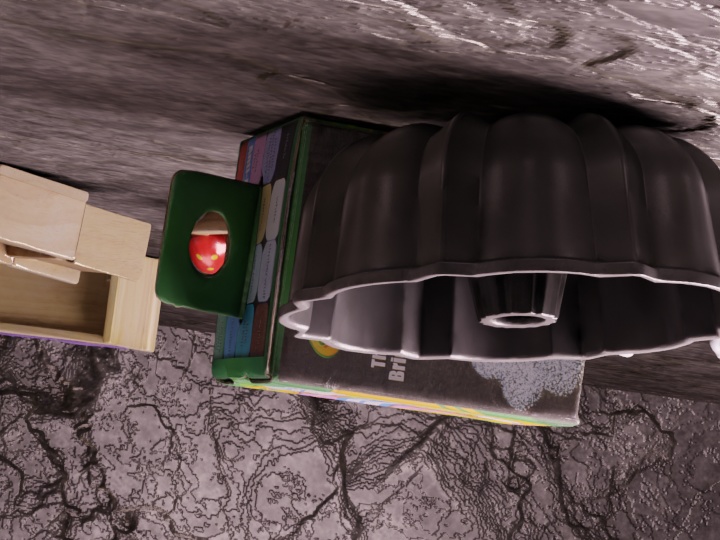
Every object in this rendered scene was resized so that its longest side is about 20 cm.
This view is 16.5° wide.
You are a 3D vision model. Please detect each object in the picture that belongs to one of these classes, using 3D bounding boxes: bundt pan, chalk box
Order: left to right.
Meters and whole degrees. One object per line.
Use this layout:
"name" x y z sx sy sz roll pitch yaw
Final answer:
"chalk box" 0.000 0.000 1.181 0.199 0.126 0.124 10 175 -15
"bundt pan" 0.064 -0.015 1.038 0.201 0.076 0.202 -1 168 0

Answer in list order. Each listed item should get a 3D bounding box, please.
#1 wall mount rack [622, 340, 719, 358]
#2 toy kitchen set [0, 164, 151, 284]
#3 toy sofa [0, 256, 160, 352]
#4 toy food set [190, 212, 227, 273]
"wall mount rack" 0.250 0.036 1.516 0.173 0.075 0.200 10 176 -29
"toy kitchen set" -0.274 0.024 1.580 0.199 0.181 0.163 17 171 -42
"toy sofa" -0.264 0.022 2.194 0.199 0.083 0.097 5 174 30
"toy food set" -0.015 -0.005 1.630 0.199 0.049 0.198 4 175 33
